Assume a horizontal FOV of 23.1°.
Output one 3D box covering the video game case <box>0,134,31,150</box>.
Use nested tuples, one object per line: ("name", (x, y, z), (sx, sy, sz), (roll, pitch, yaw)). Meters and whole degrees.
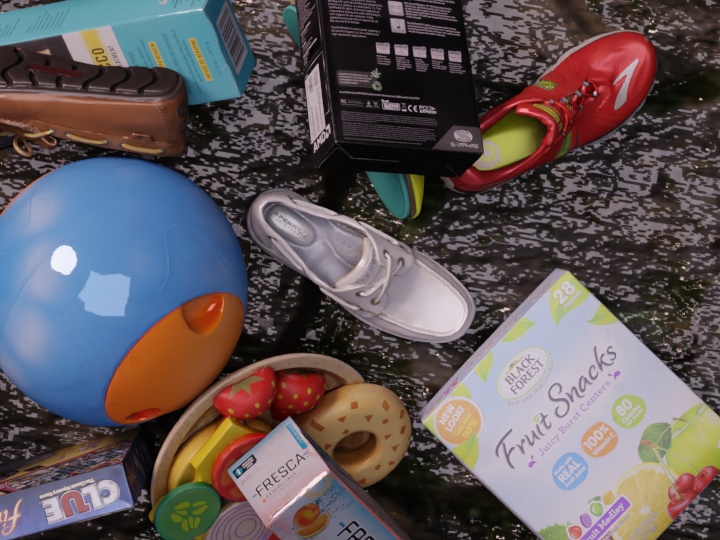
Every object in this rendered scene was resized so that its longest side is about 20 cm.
("video game case", (-0.332, -0.178, 1.337), (0.019, 0.143, 0.200), (-23, 92, 33))

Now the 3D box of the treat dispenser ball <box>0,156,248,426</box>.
("treat dispenser ball", (-0.183, 0.016, 1.310), (0.200, 0.201, 0.201), (0, 92, -3))

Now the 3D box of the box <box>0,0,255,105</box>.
("box", (-0.187, -0.161, 1.321), (0.200, 0.049, 0.082), (-7, 129, 20))

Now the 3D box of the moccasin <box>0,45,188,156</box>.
("moccasin", (-0.226, -0.118, 1.293), (0.201, 0.074, 0.078), (4, 124, -2))

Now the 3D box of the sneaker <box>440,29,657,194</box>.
("sneaker", (0.153, -0.119, 1.380), (0.200, 0.085, 0.077), (-34, 94, -1))

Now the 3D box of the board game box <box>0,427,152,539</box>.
("board game box", (-0.229, 0.162, 1.313), (0.135, 0.200, 0.035), (-15, 93, -2))

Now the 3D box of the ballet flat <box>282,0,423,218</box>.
("ballet flat", (0.013, -0.140, 1.388), (0.067, 0.067, 0.200), (-30, 91, -23))

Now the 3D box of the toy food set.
("toy food set", (-0.068, 0.151, 1.349), (0.198, 0.049, 0.200), (-51, 136, 9))

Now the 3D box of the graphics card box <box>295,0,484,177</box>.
("graphics card box", (0.018, -0.172, 1.338), (0.125, 0.051, 0.200), (2, 66, -24))

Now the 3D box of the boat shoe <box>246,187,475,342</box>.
("boat shoe", (0.000, 0.000, 1.384), (0.200, 0.069, 0.071), (27, 89, -4))

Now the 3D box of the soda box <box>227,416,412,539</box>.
("soda box", (-0.017, 0.193, 1.333), (0.064, 0.200, 0.068), (-40, 48, -1))

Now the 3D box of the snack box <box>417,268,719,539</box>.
("snack box", (0.173, 0.126, 1.398), (0.200, 0.068, 0.169), (43, 90, -1))
